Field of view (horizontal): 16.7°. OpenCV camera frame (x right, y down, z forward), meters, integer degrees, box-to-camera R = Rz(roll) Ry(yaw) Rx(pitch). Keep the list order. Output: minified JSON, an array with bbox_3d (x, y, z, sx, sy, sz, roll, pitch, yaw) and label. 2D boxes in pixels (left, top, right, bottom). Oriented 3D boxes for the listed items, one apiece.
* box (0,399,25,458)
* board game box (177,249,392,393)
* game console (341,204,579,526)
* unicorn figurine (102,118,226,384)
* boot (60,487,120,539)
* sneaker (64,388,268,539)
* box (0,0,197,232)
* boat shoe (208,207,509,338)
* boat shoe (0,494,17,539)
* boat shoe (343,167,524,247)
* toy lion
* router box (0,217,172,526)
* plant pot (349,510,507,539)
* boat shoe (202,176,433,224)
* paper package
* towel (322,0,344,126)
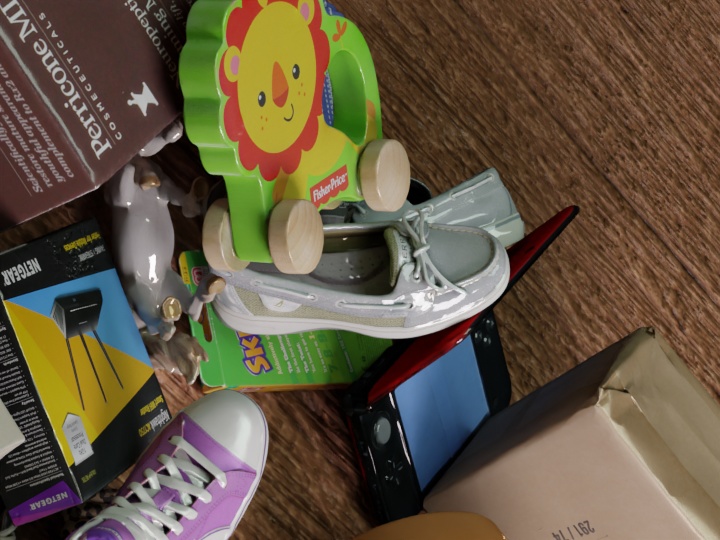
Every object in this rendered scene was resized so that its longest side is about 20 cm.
[{"bbox_3d":[-0.286,0.041,1.361,0.201,0.095,0.078,56,30,4],"label":"box"},{"bbox_3d":[-0.053,0.036,1.710,0.199,0.030,0.096,3,72,-51],"label":"board game box"},{"bbox_3d":[0.086,0.071,1.748,0.200,0.118,0.173,-44,126,-48],"label":"game console"},{"bbox_3d":[-0.134,-0.032,1.592,0.073,0.137,0.201,12,85,-24],"label":"unicorn figurine"},{"bbox_3d":[-0.116,0.224,1.526,0.199,0.073,0.151,18,63,-35],"label":"boot"},{"bbox_3d":[-0.119,0.146,1.411,0.072,0.114,0.201,35,75,6],"label":"sneaker"},{"bbox_3d":[-0.203,-0.140,1.508,0.166,0.164,0.200,57,41,-15],"label":"box"},{"bbox_3d":[-0.001,-0.001,1.621,0.065,0.201,0.075,88,0,-57],"label":"boat shoe"},{"bbox_3d":[-0.231,0.135,1.441,0.074,0.060,0.201,2,73,-48],"label":"boat shoe"},{"bbox_3d":[0.022,-0.024,1.719,0.200,0.070,0.072,-19,87,-28],"label":"boat shoe"},{"bbox_3d":[-0.047,-0.107,1.535,0.200,0.068,0.193,-35,123,-56],"label":"toy lion"},{"bbox_3d":[-0.183,0.055,1.474,0.200,0.051,0.150,-37,107,-76],"label":"router box"},{"bbox_3d":[0.047,0.251,1.619,0.199,0.200,0.141,13,48,-45],"label":"plant pot"},{"bbox_3d":[-0.028,-0.049,1.750,0.199,0.057,0.067,-3,76,-49],"label":"boat shoe"},{"bbox_3d":[0.178,0.167,1.718,0.191,0.200,0.103,50,45,-6],"label":"paper package"},{"bbox_3d":[-0.050,-0.122,1.664,0.200,0.024,0.146,5,73,-66],"label":"towel"}]
